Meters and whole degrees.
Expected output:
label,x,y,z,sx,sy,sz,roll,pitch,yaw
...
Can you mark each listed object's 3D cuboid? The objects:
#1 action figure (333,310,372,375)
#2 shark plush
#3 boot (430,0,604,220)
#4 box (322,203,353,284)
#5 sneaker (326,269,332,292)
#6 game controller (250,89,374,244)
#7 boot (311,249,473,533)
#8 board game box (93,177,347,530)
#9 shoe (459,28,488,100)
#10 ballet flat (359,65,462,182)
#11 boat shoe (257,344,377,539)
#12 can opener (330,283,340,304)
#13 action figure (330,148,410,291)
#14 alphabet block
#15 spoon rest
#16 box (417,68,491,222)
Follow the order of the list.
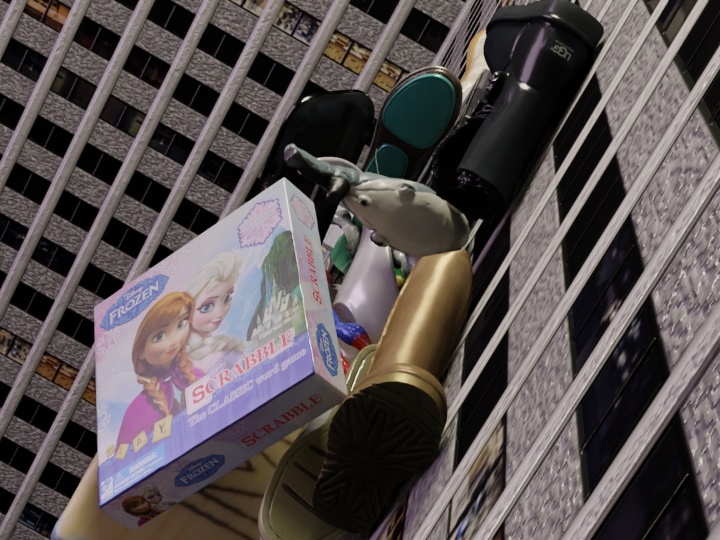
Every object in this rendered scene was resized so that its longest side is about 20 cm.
label,x,y,z,sx,sy,sz,roll,pitch,yaw
action figure,-0.049,0.033,1.286,0.065,0.200,0.052,-13,-41,-33
shark plush,0.015,-0.047,1.264,0.083,0.198,0.092,42,117,53
boot,0.109,-0.126,1.236,0.169,0.076,0.200,-58,10,-4
box,-0.030,0.034,1.650,0.201,0.044,0.160,-62,-26,3
sneaker,-0.120,0.049,1.355,0.074,0.198,0.088,59,-158,-53
game controller,-0.054,-0.072,1.370,0.104,0.042,0.201,-4,-51,-41
boot,0.034,0.056,1.038,0.176,0.066,0.201,-57,5,49
board game box,-0.110,0.058,1.127,0.199,0.041,0.201,-33,41,19
shoe,0.139,-0.200,1.620,0.053,0.070,0.201,-8,30,27
ballet flat,0.046,-0.131,1.451,0.064,0.067,0.201,-55,-3,-46
boat shoe,-0.018,0.143,1.106,0.200,0.074,0.069,-53,-6,-44
can opener,-0.037,0.079,1.493,0.067,0.053,0.200,-65,4,-34
action figure,0.016,-0.012,1.379,0.200,0.054,0.119,58,135,51
alphabet block,-0.126,0.184,1.274,0.201,0.195,0.195,-62,5,-16
spoon rest,0.000,0.000,1.315,0.060,0.202,0.099,-15,3,-30
box,0.078,-0.070,1.459,0.201,0.049,0.159,-59,6,48
